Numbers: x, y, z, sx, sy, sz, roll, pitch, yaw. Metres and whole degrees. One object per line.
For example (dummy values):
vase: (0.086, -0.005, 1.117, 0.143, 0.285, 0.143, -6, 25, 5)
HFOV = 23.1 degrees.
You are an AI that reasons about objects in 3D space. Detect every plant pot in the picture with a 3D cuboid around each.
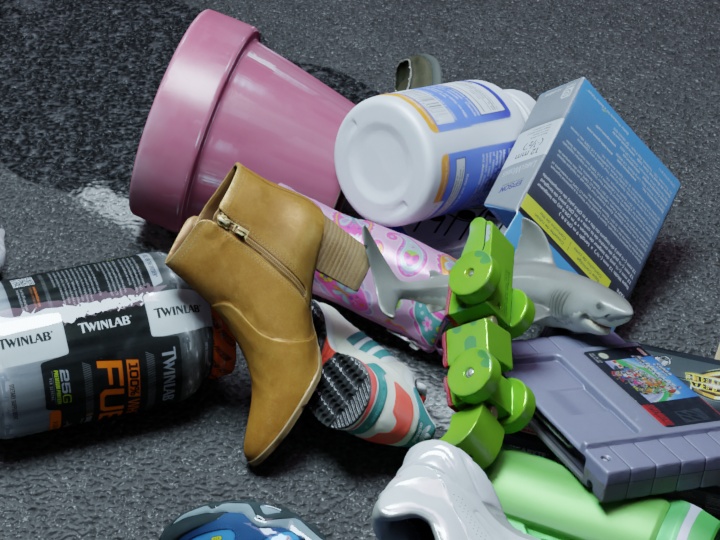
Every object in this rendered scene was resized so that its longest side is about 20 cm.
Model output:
plant pot: (-0.092, -0.113, 1.604, 0.177, 0.201, 0.201, 21, 36, 1)

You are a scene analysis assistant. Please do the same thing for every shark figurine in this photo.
shark figurine: (0.107, 0.001, 1.395, 0.212, 0.091, 0.128, 6, 0, 4)

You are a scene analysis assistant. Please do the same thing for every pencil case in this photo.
pencil case: (0.000, 0.000, 1.490, 0.198, 0.088, 0.088, 24, 38, 9)

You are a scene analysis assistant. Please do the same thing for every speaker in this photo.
speaker: (0.152, 0.183, 1.254, 0.198, 0.089, 0.089, 16, 37, 21)

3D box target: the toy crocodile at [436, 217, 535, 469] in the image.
toy crocodile: (0.085, 0.053, 1.278, 0.061, 0.067, 0.202, -17, 53, 30)

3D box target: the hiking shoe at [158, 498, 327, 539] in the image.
hiking shoe: (-0.052, 0.216, 1.206, 0.198, 0.075, 0.087, 11, 34, 14)

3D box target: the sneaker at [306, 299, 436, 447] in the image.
sneaker: (-0.001, 0.090, 1.416, 0.093, 0.071, 0.200, 28, 7, -25)

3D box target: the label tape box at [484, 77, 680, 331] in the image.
label tape box: (0.181, -0.043, 1.519, 0.066, 0.143, 0.201, -15, 38, 52)

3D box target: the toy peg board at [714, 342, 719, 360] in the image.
toy peg board: (0.415, 0.025, 1.485, 0.197, 0.099, 0.200, 13, 36, 16)

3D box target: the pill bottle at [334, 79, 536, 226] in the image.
pill bottle: (0.079, -0.108, 1.556, 0.112, 0.113, 0.199, 27, 26, 33)

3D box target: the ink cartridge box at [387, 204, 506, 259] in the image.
ink cartridge box: (0.126, -0.040, 1.615, 0.198, 0.045, 0.094, -11, 37, -19)

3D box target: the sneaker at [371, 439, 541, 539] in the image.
sneaker: (0.082, 0.213, 1.183, 0.200, 0.078, 0.099, 41, 46, 11)

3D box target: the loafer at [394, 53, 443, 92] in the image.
loafer: (0.047, -0.154, 1.753, 0.069, 0.076, 0.201, 3, 34, -6)

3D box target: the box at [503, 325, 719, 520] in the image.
box: (0.218, 0.121, 1.381, 0.198, 0.046, 0.159, 12, 35, 16)

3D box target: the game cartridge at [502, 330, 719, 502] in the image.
game cartridge: (0.185, 0.101, 1.305, 0.128, 0.039, 0.200, -9, 28, -22)

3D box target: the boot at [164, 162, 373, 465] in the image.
boot: (-0.091, 0.032, 1.356, 0.143, 0.203, 0.071, 28, -7, -17)

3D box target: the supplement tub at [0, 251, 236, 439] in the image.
supplement tub: (-0.205, 0.055, 1.395, 0.198, 0.124, 0.123, -12, 36, -17)

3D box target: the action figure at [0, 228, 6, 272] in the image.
action figure: (-0.398, -0.001, 1.527, 0.192, 0.106, 0.199, -14, 11, -33)
